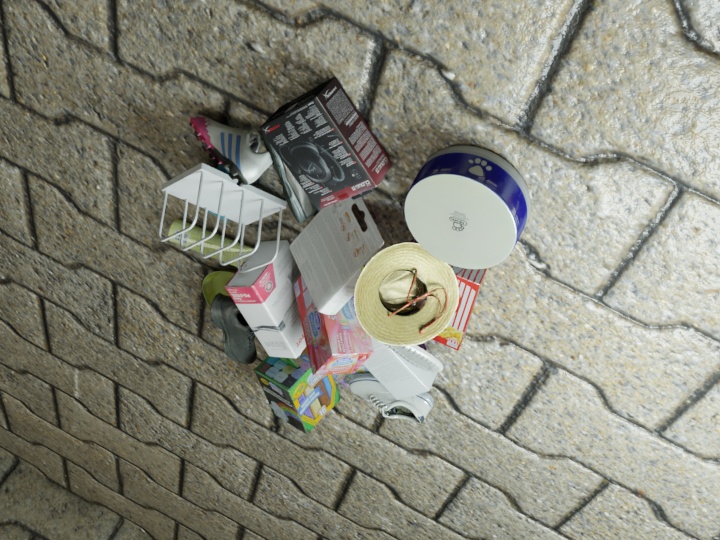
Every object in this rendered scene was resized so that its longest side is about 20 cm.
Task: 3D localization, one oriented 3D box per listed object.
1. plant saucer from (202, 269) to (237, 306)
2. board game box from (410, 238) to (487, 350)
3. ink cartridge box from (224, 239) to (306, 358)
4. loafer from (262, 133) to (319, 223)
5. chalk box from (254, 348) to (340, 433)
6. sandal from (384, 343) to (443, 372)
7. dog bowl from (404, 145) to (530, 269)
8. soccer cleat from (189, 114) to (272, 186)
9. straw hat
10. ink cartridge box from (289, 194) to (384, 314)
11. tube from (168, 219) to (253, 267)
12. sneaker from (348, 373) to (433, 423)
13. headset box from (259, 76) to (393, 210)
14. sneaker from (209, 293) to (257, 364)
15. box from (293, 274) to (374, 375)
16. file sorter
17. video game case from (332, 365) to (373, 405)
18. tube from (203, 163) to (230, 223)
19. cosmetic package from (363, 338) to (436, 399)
[{"bbox_3d":[-0.264,0.068,1.854,0.198,0.031,0.201,19,139,17],"label":"plant saucer"},{"bbox_3d":[0.143,0.048,1.557,0.150,0.046,0.201,22,139,12],"label":"board game box"},{"bbox_3d":[-0.169,0.060,1.694,0.084,0.145,0.201,-2,130,36],"label":"ink cartridge box"},{"bbox_3d":[-0.121,-0.182,1.496,0.072,0.062,0.201,49,162,52],"label":"loafer"},{"bbox_3d":[-0.147,0.244,1.867,0.124,0.124,0.201,23,142,37],"label":"chalk box"},{"bbox_3d":[0.094,0.140,1.627,0.202,0.050,0.082,35,158,-26],"label":"sandal"},{"bbox_3d":[0.175,-0.101,1.359,0.198,0.079,0.201,18,138,17],"label":"dog bowl"},{"bbox_3d":[-0.234,-0.231,1.499,0.200,0.086,0.070,46,167,30],"label":"soccer cleat"},{"bbox_3d":[0.070,0.035,1.478,0.202,0.200,0.085,53,177,-23],"label":"straw hat"},{"bbox_3d":[-0.035,-0.043,1.502,0.050,0.162,0.200,11,134,-47],"label":"ink cartridge box"},{"bbox_3d":[-0.311,-0.052,1.754,0.198,0.052,0.058,21,-179,8],"label":"tube"},{"bbox_3d":[0.058,0.281,1.801,0.198,0.071,0.074,10,136,24],"label":"sneaker"},{"bbox_3d":[-0.052,-0.203,1.399,0.148,0.077,0.201,-18,117,42],"label":"headset box"},{"bbox_3d":[-0.267,0.139,1.851,0.090,0.076,0.201,2,134,24],"label":"sneaker"},{"bbox_3d":[-0.054,0.092,1.604,0.094,0.202,0.103,0,150,-28],"label":"box"},{"bbox_3d":[-0.263,-0.092,1.552,0.199,0.126,0.138,23,152,-39],"label":"file sorter"},{"bbox_3d":[0.012,0.242,1.862,0.199,0.018,0.143,34,141,-1],"label":"video game case"},{"bbox_3d":[-0.272,-0.159,1.619,0.077,0.051,0.200,34,145,-6],"label":"tube"},{"bbox_3d":[0.060,0.172,1.716,0.101,0.071,0.200,-24,115,44],"label":"cosmetic package"}]
